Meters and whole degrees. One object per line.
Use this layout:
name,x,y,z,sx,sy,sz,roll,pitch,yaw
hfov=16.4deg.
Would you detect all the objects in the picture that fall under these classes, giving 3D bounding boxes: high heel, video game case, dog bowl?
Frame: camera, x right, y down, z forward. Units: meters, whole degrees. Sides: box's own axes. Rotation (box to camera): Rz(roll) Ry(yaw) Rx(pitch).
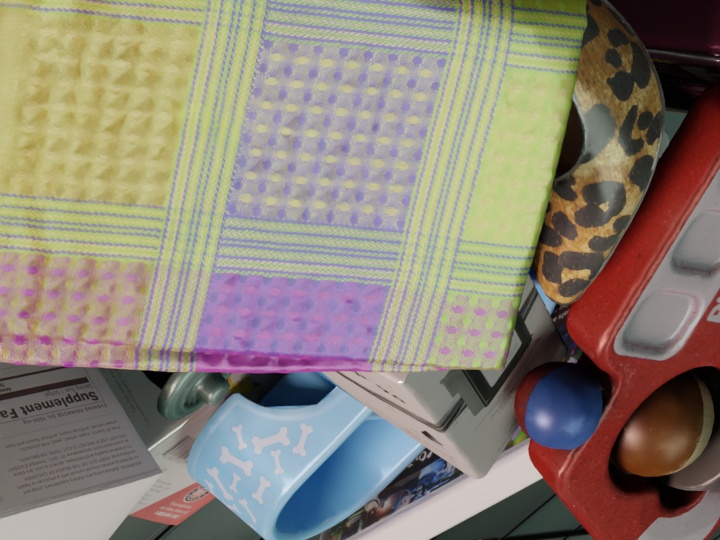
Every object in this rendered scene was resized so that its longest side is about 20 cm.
high heel,0.033,-0.069,0.839,0.142,0.071,0.201,-17,118,-35
video game case,0.062,0.039,1.183,0.023,0.182,0.200,35,136,-23
dog bowl,0.010,0.047,1.117,0.200,0.050,0.111,-47,157,19

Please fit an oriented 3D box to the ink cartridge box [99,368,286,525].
ink cartridge box,-0.047,0.032,1.170,0.200,0.068,0.116,-36,160,8

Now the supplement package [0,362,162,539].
supplement package,-0.208,0.112,1.043,0.156,0.111,0.200,-12,151,-45

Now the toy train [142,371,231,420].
toy train,-0.065,-0.019,1.022,0.114,0.085,0.200,-42,160,-17

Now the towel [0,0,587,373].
towel,-0.036,-0.034,0.767,0.199,0.023,0.144,3,117,-19

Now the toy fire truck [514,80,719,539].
toy fire truck,0.137,0.024,0.973,0.168,0.112,0.200,12,118,-44

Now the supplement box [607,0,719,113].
supplement box,0.138,-0.120,0.984,0.200,0.131,0.104,10,90,-63

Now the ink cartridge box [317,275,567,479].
ink cartridge box,0.000,0.000,0.911,0.068,0.116,0.200,-55,160,-7
